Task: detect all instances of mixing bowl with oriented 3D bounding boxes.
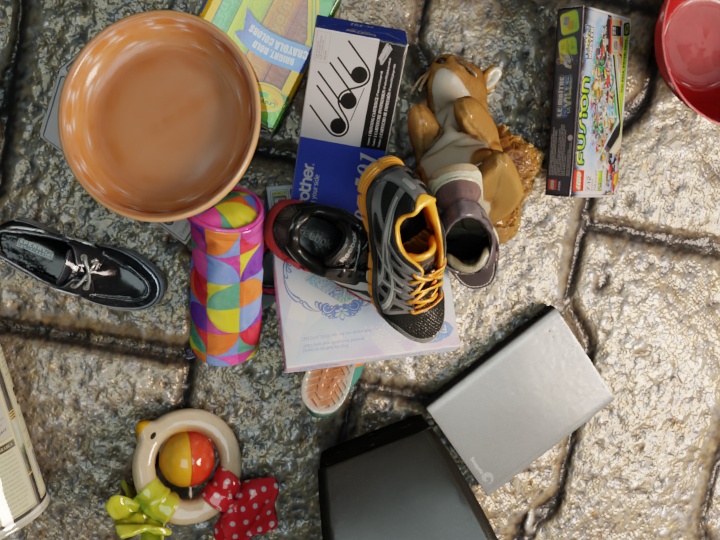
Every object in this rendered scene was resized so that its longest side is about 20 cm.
[{"bbox_3d":[0.410,-0.263,0.945,0.194,0.108,0.206,-1,98,-6],"label":"mixing bowl"}]

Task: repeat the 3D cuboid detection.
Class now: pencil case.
[{"bbox_3d":[-0.145,0.010,0.879,0.086,0.089,0.203,6,129,-6],"label":"pencil case"}]

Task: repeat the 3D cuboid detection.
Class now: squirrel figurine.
[{"bbox_3d":[0.119,-0.133,0.925,0.139,0.191,0.199,-20,146,28],"label":"squirrel figurine"}]

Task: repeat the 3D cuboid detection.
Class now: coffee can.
[{"bbox_3d":[-0.439,0.184,0.910,0.143,0.146,0.205,-14,99,-3],"label":"coffee can"}]

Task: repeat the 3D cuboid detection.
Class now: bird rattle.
[{"bbox_3d":[-0.193,0.244,0.970,0.194,0.113,0.168,-5,82,-7],"label":"bird rattle"}]

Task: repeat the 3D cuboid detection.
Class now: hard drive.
[{"bbox_3d":[0.193,0.160,1.022,0.198,0.033,0.141,-37,100,1],"label":"hard drive"}]

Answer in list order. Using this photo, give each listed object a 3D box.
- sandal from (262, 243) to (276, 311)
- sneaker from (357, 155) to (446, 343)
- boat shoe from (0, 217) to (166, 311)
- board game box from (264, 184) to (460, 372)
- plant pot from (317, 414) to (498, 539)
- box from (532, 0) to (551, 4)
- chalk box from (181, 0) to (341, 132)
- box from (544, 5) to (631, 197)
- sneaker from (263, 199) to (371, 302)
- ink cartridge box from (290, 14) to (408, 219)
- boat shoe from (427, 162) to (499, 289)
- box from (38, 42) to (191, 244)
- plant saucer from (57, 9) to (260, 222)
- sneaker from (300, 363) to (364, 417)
[{"bbox_3d":[-0.089,-0.010,0.966,0.197,0.045,0.076,-31,100,0],"label":"sandal"},{"bbox_3d":[0.049,-0.006,0.799,0.077,0.077,0.203,-31,126,-19],"label":"sneaker"},{"bbox_3d":[-0.316,-0.004,0.934,0.196,0.068,0.073,24,96,-8],"label":"boat shoe"},{"bbox_3d":[0.000,0.000,0.935,0.194,0.043,0.204,-6,76,-9],"label":"board game box"},{"bbox_3d":[0.043,0.277,0.955,0.195,0.200,0.182,-19,86,-2],"label":"plant pot"},{"bbox_3d":[0.196,-0.408,0.858,0.128,0.200,0.204,19,96,-7],"label":"box"},{"bbox_3d":[-0.118,-0.225,0.894,0.122,0.124,0.203,27,95,-8],"label":"chalk box"},{"bbox_3d":[0.259,-0.186,0.949,0.108,0.034,0.206,-6,102,-45],"label":"box"},{"bbox_3d":[-0.003,-0.013,0.852,0.197,0.098,0.072,24,86,-15],"label":"sneaker"},{"bbox_3d":[-0.016,-0.148,0.857,0.091,0.045,0.204,8,122,-5],"label":"ink cartridge box"},{"bbox_3d":[0.106,-0.027,0.848,0.070,0.201,0.066,-7,59,8],"label":"boat shoe"},{"bbox_3d":[-0.237,-0.134,0.897,0.198,0.117,0.061,36,49,-8],"label":"box"},{"bbox_3d":[-0.191,-0.146,0.807,0.194,0.037,0.206,0,84,2],"label":"plant saucer"},{"bbox_3d":[-0.015,0.076,0.979,0.070,0.080,0.203,27,75,2],"label":"sneaker"}]
